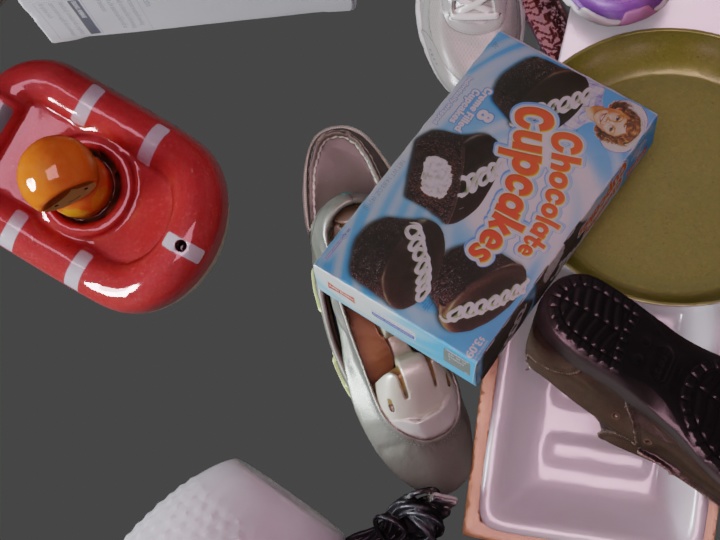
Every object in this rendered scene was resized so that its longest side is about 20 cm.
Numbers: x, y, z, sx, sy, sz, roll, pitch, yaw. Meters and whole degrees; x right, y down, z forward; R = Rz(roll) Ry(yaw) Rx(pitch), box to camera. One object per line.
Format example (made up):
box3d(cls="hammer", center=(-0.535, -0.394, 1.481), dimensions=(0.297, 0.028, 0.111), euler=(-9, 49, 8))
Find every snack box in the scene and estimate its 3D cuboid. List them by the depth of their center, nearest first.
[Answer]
box3d(cls="snack box", center=(0.077, -0.041, 1.011), dimensions=(0.116, 0.037, 0.200), euler=(31, 69, 18))

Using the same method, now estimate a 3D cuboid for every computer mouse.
box3d(cls="computer mouse", center=(0.088, 0.215, 1.076), dimensions=(0.200, 0.139, 0.053), euler=(42, 56, 2))

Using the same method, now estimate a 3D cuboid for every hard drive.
box3d(cls="hard drive", center=(0.236, -0.152, 1.109), dimensions=(0.200, 0.026, 0.132), euler=(13, 89, 8))

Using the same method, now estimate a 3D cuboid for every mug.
box3d(cls="mug", center=(-0.073, 0.230, 1.071), dimensions=(0.200, 0.148, 0.175), euler=(34, 86, 3))

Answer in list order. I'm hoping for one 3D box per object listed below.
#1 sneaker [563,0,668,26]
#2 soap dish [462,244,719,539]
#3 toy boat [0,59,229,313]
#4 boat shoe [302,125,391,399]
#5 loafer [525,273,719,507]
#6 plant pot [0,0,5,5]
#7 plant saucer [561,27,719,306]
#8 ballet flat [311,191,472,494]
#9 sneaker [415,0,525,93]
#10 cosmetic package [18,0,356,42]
box3d(cls="sneaker", center=(0.147, -0.253, 1.072), dimensions=(0.080, 0.088, 0.200), euler=(-12, 69, 5))
box3d(cls="soap dish", center=(0.156, 0.081, 1.079), dimensions=(0.157, 0.081, 0.200), euler=(8, 88, 8))
box3d(cls="toy boat", center=(-0.184, -0.056, 1.104), dimensions=(0.200, 0.131, 0.131), euler=(30, 91, 8))
box3d(cls="boat shoe", center=(0.003, -0.001, 1.113), dimensions=(0.072, 0.060, 0.202), euler=(-12, 86, 6))
box3d(cls="loafer", center=(0.181, 0.080, 1.010), dimensions=(0.200, 0.071, 0.073), euler=(41, 58, -1))
box3d(cls="plant pot", center=(-0.306, -0.221, 1.115), dimensions=(0.173, 0.200, 0.200), euler=(-36, 83, -12))
box3d(cls="plant saucer", center=(0.194, -0.061, 1.051), dimensions=(0.200, 0.031, 0.200), euler=(-1, 62, 3))
box3d(cls="ballet flat", center=(0.020, 0.046, 1.047), dimensions=(0.067, 0.064, 0.200), euler=(-20, 86, -11))
box3d(cls="sneaker", center=(0.071, -0.211, 1.097), dimensions=(0.076, 0.092, 0.200), euler=(0, 93, 6))
box3d(cls="cosmetic package", center=(-0.110, -0.258, 1.030), dimensions=(0.200, 0.123, 0.200), euler=(-7, 85, -1))
